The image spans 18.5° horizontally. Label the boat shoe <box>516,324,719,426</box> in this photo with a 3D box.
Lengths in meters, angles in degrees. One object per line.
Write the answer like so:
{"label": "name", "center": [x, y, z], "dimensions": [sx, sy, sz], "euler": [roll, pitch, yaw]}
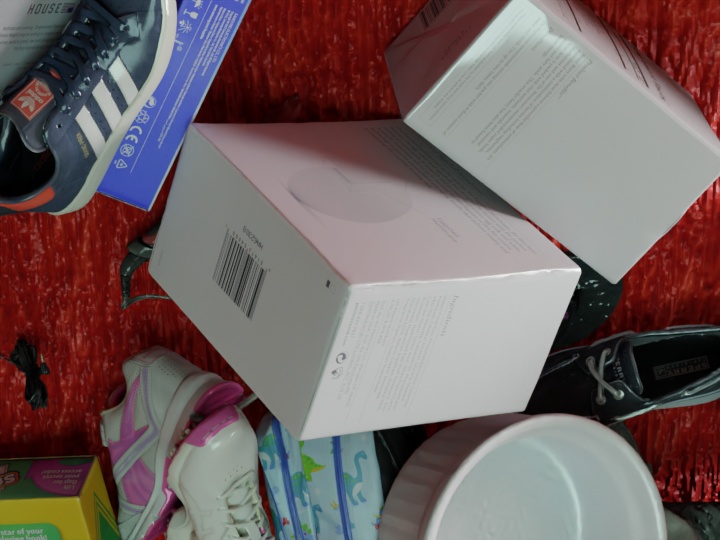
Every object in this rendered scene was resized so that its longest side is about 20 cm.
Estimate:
{"label": "boat shoe", "center": [0.188, 0.081, 1.624], "dimensions": [0.198, 0.072, 0.068], "euler": [-10, 161, -6]}

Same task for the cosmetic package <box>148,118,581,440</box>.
{"label": "cosmetic package", "center": [0.000, 0.000, 1.468], "dimensions": [0.199, 0.199, 0.124], "euler": [-5, 126, -37]}

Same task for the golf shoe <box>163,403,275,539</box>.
{"label": "golf shoe", "center": [-0.091, 0.171, 1.585], "dimensions": [0.075, 0.091, 0.201], "euler": [-35, 154, -26]}

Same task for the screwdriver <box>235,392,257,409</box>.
{"label": "screwdriver", "center": [-0.015, 0.042, 1.597], "dimensions": [0.199, 0.028, 0.029], "euler": [-30, 83, -8]}

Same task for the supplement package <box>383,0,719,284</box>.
{"label": "supplement package", "center": [0.132, -0.111, 1.501], "dimensions": [0.199, 0.120, 0.121], "euler": [37, 108, -22]}

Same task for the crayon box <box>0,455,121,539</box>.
{"label": "crayon box", "center": [-0.277, 0.228, 1.669], "dimensions": [0.198, 0.058, 0.174], "euler": [-4, 119, 14]}

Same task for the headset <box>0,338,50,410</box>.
{"label": "headset", "center": [-0.322, 0.063, 1.567], "dimensions": [0.198, 0.094, 0.124], "euler": [2, 134, -30]}

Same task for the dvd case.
{"label": "dvd case", "center": [-0.227, -0.119, 1.464], "dimensions": [0.025, 0.150, 0.201], "euler": [38, 115, 22]}

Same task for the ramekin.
{"label": "ramekin", "center": [0.108, 0.195, 1.556], "dimensions": [0.199, 0.098, 0.203], "euler": [-2, 95, -27]}

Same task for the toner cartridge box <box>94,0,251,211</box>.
{"label": "toner cartridge box", "center": [-0.120, -0.149, 1.474], "dimensions": [0.043, 0.095, 0.201], "euler": [21, 116, -16]}

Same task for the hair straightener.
{"label": "hair straightener", "center": [-0.093, -0.033, 1.569], "dimensions": [0.200, 0.041, 0.077], "euler": [-42, 115, 12]}

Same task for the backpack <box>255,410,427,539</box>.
{"label": "backpack", "center": [0.000, 0.174, 1.634], "dimensions": [0.152, 0.163, 0.202], "euler": [7, 113, 16]}

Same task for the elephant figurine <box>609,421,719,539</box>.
{"label": "elephant figurine", "center": [0.210, 0.198, 1.681], "dimensions": [0.198, 0.156, 0.142], "euler": [16, 131, -14]}

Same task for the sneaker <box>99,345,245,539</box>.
{"label": "sneaker", "center": [-0.150, 0.127, 1.642], "dimensions": [0.088, 0.081, 0.201], "euler": [42, 134, 21]}

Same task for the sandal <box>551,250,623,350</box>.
{"label": "sandal", "center": [0.100, 0.042, 1.626], "dimensions": [0.199, 0.048, 0.076], "euler": [-15, 120, 4]}

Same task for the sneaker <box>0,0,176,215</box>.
{"label": "sneaker", "center": [-0.186, -0.119, 1.414], "dimensions": [0.084, 0.075, 0.201], "euler": [-8, 130, -51]}
